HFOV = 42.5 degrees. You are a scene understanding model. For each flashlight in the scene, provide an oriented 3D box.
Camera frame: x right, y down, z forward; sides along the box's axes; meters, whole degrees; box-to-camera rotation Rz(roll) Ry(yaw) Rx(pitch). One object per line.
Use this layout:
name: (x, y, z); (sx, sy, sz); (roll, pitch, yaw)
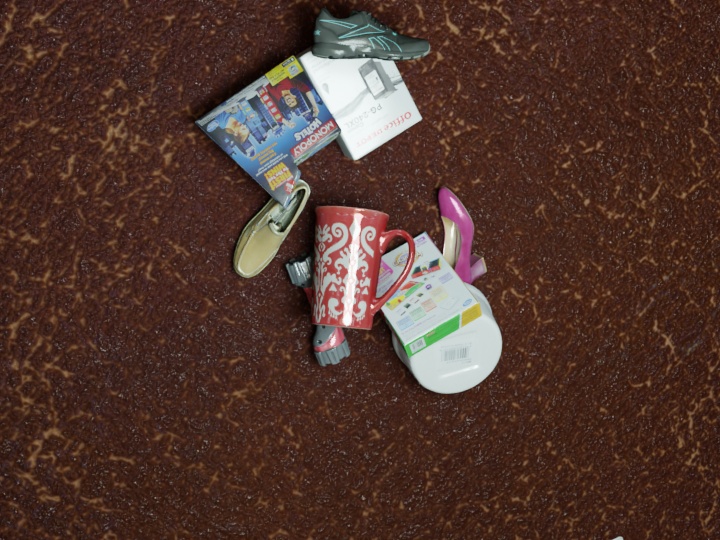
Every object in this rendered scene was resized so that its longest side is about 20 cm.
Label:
flashlight: (-0.081, 0.071, 1.680); (0.067, 0.068, 0.202); (-12, 108, 31)

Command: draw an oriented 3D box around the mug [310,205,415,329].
mug: (-0.009, -0.002, 1.596); (0.133, 0.176, 0.203); (11, 84, -47)

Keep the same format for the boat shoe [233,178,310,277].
boat shoe: (-0.156, -0.073, 1.616); (0.071, 0.076, 0.201); (29, 95, -19)

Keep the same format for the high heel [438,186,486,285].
high heel: (0.162, -0.051, 1.710); (0.095, 0.067, 0.201); (-33, 123, -16)

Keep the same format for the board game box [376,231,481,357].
board game box: (0.101, 0.039, 1.650); (0.152, 0.201, 0.040); (-28, 140, -5)

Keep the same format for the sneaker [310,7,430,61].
sneaker: (0.019, -0.380, 1.501); (0.198, 0.075, 0.080); (0, 99, -14)

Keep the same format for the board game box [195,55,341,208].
board game box: (-0.139, -0.217, 1.555); (0.199, 0.062, 0.201); (-33, 91, 0)

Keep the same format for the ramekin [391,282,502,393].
ramekin: (0.165, 0.129, 1.713); (0.198, 0.098, 0.202); (-7, 120, -13)

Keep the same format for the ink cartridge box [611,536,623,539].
ink cartridge box: (0.548, 0.690, 1.991); (0.115, 0.067, 0.202); (-20, 108, -8)

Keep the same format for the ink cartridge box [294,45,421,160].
ink cartridge box: (-0.004, -0.312, 1.592); (0.144, 0.083, 0.201); (-32, 108, -6)
